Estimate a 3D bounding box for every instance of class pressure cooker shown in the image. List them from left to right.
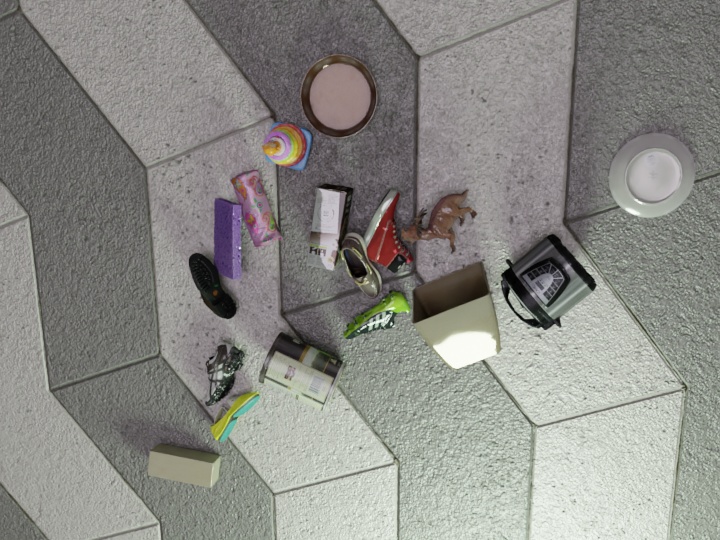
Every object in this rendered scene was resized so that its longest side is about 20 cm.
[{"bbox_3d":[0.449,0.037,1.560,0.200,0.177,0.178,-41,118,16],"label":"pressure cooker"}]

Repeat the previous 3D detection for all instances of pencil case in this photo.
[{"bbox_3d":[-0.273,-0.162,1.686,0.086,0.087,0.203,-17,100,13],"label":"pencil case"}]

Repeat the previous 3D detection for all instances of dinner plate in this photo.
[{"bbox_3d":[0.702,-0.227,1.538,0.197,0.024,0.203,2,101,9],"label":"dinner plate"}]

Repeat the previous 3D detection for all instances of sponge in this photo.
[{"bbox_3d":[-0.355,-0.086,1.709,0.111,0.030,0.203,19,110,49],"label":"sponge"}]

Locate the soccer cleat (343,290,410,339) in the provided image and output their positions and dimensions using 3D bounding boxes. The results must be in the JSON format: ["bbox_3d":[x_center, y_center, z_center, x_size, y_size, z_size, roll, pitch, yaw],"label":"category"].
[{"bbox_3d":[0.043,0.135,1.708,0.199,0.068,0.081,-36,107,14],"label":"soccer cleat"}]

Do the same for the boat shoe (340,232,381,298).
[{"bbox_3d":[0.000,0.000,1.652,0.071,0.060,0.202,-3,127,26],"label":"boat shoe"}]

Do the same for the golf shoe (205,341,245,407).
[{"bbox_3d":[-0.402,0.292,1.819,0.094,0.078,0.202,34,104,19],"label":"golf shoe"}]

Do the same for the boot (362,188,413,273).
[{"bbox_3d":[0.091,-0.098,1.646,0.143,0.073,0.202,26,113,3],"label":"boot"}]

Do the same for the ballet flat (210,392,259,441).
[{"bbox_3d":[-0.368,0.405,1.838,0.067,0.067,0.201,46,108,19],"label":"ballet flat"}]

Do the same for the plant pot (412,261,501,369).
[{"bbox_3d":[0.255,0.126,1.610,0.198,0.200,0.179,-22,109,13],"label":"plant pot"}]

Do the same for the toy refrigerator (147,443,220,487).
[{"bbox_3d":[-0.520,0.575,1.895,0.197,0.070,0.077,8,97,7],"label":"toy refrigerator"}]

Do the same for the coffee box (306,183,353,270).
[{"bbox_3d":[-0.078,-0.115,1.646,0.079,0.113,0.203,11,104,7],"label":"coffee box"}]

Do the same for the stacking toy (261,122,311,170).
[{"bbox_3d":[-0.201,-0.306,1.579,0.114,0.200,0.111,16,105,6],"label":"stacking toy"}]

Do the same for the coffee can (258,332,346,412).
[{"bbox_3d":[-0.155,0.275,1.727,0.198,0.146,0.148,24,105,3],"label":"coffee can"}]

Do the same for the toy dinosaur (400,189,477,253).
[{"bbox_3d":[0.199,-0.134,1.589,0.135,0.086,0.201,33,91,-12],"label":"toy dinosaur"}]

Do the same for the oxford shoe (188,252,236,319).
[{"bbox_3d":[-0.421,0.046,1.749,0.084,0.072,0.202,-1,118,50],"label":"oxford shoe"}]

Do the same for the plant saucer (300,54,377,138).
[{"bbox_3d":[-0.053,-0.437,1.612,0.197,0.035,0.203,2,103,8],"label":"plant saucer"}]
